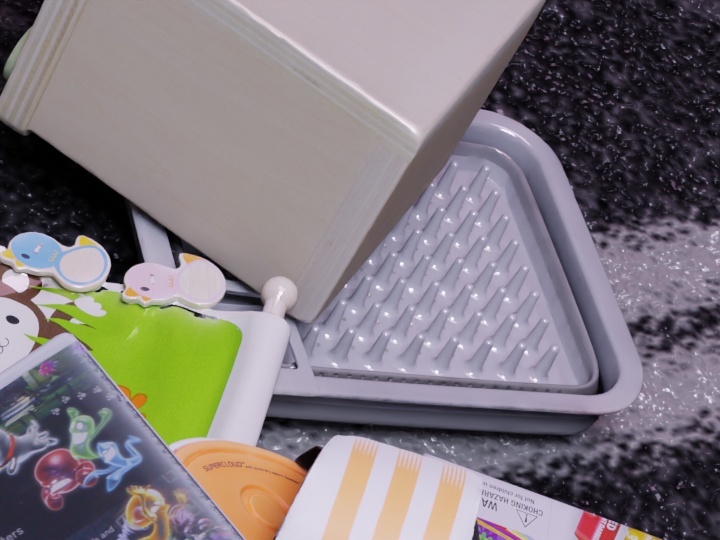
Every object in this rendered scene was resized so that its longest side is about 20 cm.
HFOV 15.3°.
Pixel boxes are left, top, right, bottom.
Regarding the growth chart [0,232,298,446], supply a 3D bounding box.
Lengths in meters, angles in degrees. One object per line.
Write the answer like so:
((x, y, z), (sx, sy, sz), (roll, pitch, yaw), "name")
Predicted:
((-0.125, 0.037, 0.926), (0.199, 0.018, 0.145), (8, 48, -2), "growth chart")

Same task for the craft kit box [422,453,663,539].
((0.094, 0.173, 0.912), (0.199, 0.049, 0.198), (20, 43, -7), "craft kit box")

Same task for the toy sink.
((-0.054, -0.097, 1.007), (0.200, 0.112, 0.130), (35, 39, 3), "toy sink")

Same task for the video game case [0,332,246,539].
((-0.117, 0.132, 0.780), (0.200, 0.023, 0.182), (-34, 58, -16), "video game case")

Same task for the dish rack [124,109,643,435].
((0.000, 0.000, 1.050), (0.199, 0.044, 0.172), (5, 43, -24), "dish rack")

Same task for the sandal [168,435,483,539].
((0.032, 0.095, 0.865), (0.206, 0.059, 0.079), (29, 26, -10), "sandal")
